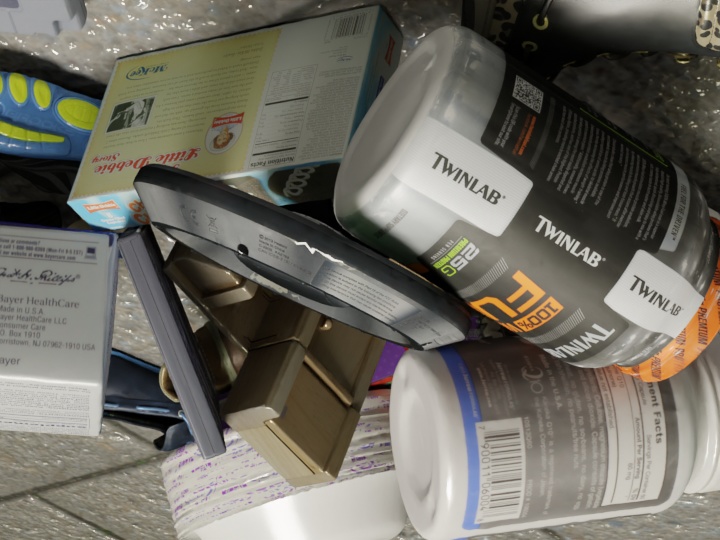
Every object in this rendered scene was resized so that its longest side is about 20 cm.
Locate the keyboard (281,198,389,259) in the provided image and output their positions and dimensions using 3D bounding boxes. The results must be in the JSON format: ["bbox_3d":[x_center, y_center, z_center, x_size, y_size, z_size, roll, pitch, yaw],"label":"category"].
[{"bbox_3d":[0.041,-0.053,0.873,0.199,0.105,0.040,-3,176,3],"label":"keyboard"}]

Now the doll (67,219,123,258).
[{"bbox_3d":[-0.223,-0.003,1.089,0.136,0.049,0.200,-14,172,-25],"label":"doll"}]

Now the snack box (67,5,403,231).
[{"bbox_3d":[-0.078,-0.091,0.873,0.199,0.117,0.037,-6,144,28],"label":"snack box"}]

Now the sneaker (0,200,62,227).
[{"bbox_3d":[-0.326,-0.057,1.054,0.199,0.105,0.060,-14,-168,-20],"label":"sneaker"}]

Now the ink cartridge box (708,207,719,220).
[{"bbox_3d":[0.205,0.021,0.932,0.200,0.067,0.116,19,138,-43],"label":"ink cartridge box"}]

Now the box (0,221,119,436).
[{"bbox_3d":[-0.258,0.041,0.956,0.183,0.105,0.200,5,164,-10],"label":"box"}]

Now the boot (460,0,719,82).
[{"bbox_3d":[0.134,-0.124,0.778,0.153,0.074,0.204,12,145,10],"label":"boot"}]

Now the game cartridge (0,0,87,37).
[{"bbox_3d":[-0.269,-0.201,0.842,0.199,0.041,0.133,7,152,7],"label":"game cartridge"}]

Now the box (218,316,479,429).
[{"bbox_3d":[0.000,0.085,1.107,0.200,0.039,0.137,-24,166,28],"label":"box"}]

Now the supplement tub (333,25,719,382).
[{"bbox_3d":[0.096,-0.029,0.754,0.200,0.123,0.123,31,145,-14],"label":"supplement tub"}]

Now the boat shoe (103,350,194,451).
[{"bbox_3d":[-0.176,0.140,1.321,0.199,0.069,0.084,19,148,-11],"label":"boat shoe"}]

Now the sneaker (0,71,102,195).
[{"bbox_3d":[-0.181,-0.082,0.985,0.199,0.071,0.083,20,171,-17],"label":"sneaker"}]

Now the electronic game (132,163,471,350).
[{"bbox_3d":[-0.032,-0.008,0.781,0.199,0.042,0.200,25,174,3],"label":"electronic game"}]

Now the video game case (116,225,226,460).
[{"bbox_3d":[-0.123,0.038,0.942,0.019,0.143,0.200,-21,-174,-4],"label":"video game case"}]

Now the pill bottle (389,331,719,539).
[{"bbox_3d":[0.126,0.091,0.842,0.199,0.114,0.114,-4,152,-15],"label":"pill bottle"}]

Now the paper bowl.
[{"bbox_3d":[-0.043,0.166,1.077,0.200,0.105,0.201,-15,166,-4],"label":"paper bowl"}]

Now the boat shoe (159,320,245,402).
[{"bbox_3d":[-0.126,0.076,1.147,0.076,0.072,0.200,-24,170,-6],"label":"boat shoe"}]

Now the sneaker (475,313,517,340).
[{"bbox_3d":[0.128,0.045,0.983,0.090,0.200,0.067,-8,109,9],"label":"sneaker"}]

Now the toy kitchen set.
[{"bbox_3d":[0.000,0.000,0.915,0.180,0.200,0.163,-17,128,38],"label":"toy kitchen set"}]
